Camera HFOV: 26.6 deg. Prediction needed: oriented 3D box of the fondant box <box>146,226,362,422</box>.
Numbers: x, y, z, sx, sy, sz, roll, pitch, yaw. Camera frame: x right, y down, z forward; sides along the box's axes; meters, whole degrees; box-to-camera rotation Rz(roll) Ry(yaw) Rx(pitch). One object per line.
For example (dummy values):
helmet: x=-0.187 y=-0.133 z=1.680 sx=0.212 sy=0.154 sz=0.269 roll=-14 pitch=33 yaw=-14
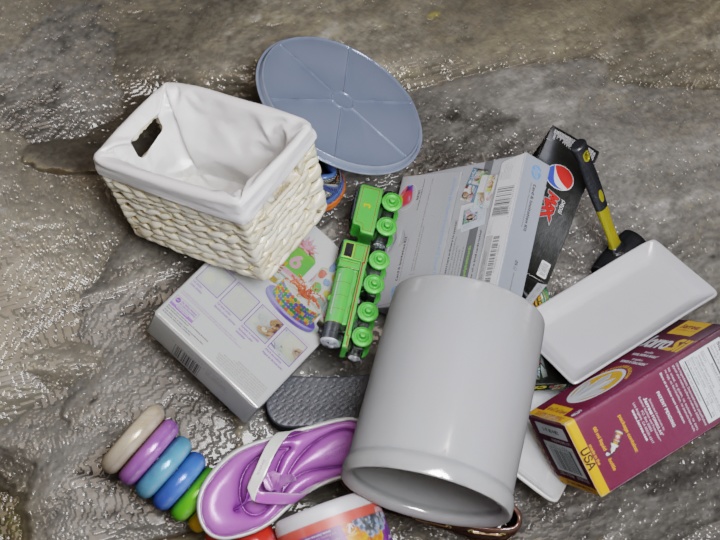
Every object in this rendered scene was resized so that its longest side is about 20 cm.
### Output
fondant box: x=-0.102 y=0.037 z=1.590 sx=0.144 sy=0.058 sz=0.200 roll=43 pitch=63 yaw=3

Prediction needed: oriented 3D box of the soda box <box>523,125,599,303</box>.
soda box: x=0.192 y=-0.056 z=1.645 sx=0.063 sy=0.071 sz=0.201 roll=28 pitch=56 yaw=-1

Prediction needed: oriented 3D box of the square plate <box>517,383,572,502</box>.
square plate: x=0.163 y=0.119 z=1.624 sx=0.199 sy=0.028 sz=0.199 roll=35 pitch=56 yaw=0

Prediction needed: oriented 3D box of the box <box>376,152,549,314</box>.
box: x=0.101 y=-0.033 z=1.589 sx=0.041 sy=0.199 sz=0.157 roll=25 pitch=70 yaw=-34

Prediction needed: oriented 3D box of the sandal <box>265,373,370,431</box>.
sandal: x=0.000 y=0.145 z=1.611 sx=0.198 sy=0.043 sz=0.077 roll=8 pitch=67 yaw=0

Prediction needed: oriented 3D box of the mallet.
mallet: x=0.268 y=-0.070 z=1.644 sx=0.066 sy=0.201 sz=0.041 roll=-40 pitch=42 yaw=-24

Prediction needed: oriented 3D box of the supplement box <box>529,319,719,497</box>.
supplement box: x=0.285 y=0.136 z=1.537 sx=0.199 sy=0.110 sz=0.086 roll=-30 pitch=98 yaw=-12

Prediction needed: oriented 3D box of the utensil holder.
utensil holder: x=0.084 y=0.127 z=1.483 sx=0.169 sy=0.170 sz=0.201 roll=16 pitch=67 yaw=-5

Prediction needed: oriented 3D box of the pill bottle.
pill bottle: x=-0.004 y=0.330 z=1.523 sx=0.111 sy=0.111 sz=0.201 roll=-17 pitch=80 yaw=-13

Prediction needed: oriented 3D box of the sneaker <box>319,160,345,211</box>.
sneaker: x=-0.101 y=-0.139 z=1.642 sx=0.199 sy=0.078 sz=0.076 roll=26 pitch=73 yaw=-2

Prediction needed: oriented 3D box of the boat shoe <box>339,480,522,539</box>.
boat shoe: x=0.074 y=0.228 z=1.584 sx=0.199 sy=0.070 sz=0.071 roll=18 pitch=77 yaw=-3

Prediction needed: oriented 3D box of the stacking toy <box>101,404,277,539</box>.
stacking toy: x=-0.164 y=0.230 z=1.542 sx=0.200 sy=0.085 sz=0.085 roll=42 pitch=74 yaw=-1

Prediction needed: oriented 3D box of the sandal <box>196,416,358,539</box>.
sandal: x=-0.074 y=0.198 z=1.522 sx=0.202 sy=0.050 sz=0.083 roll=-27 pitch=86 yaw=-23

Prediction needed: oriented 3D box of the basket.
basket: x=-0.146 y=-0.089 z=1.550 sx=0.199 sy=0.124 sz=0.136 roll=18 pitch=53 yaw=31

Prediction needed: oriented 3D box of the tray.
tray: x=0.269 y=0.046 z=1.612 sx=0.199 sy=0.022 sz=0.107 roll=-29 pitch=49 yaw=-19

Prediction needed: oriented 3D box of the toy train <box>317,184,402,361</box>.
toy train: x=0.000 y=0.000 z=1.587 sx=0.056 sy=0.042 sz=0.201 roll=14 pitch=63 yaw=-2

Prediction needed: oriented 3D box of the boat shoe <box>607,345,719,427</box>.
boat shoe: x=0.337 y=0.122 z=1.639 sx=0.199 sy=0.066 sz=0.072 roll=14 pitch=64 yaw=-17

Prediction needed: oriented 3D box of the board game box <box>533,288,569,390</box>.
board game box: x=0.155 y=0.035 z=1.637 sx=0.104 sy=0.023 sz=0.201 roll=0 pitch=62 yaw=-18

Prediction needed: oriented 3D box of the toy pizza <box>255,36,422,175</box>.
toy pizza: x=-0.025 y=-0.174 z=1.650 sx=0.199 sy=0.032 sz=0.201 roll=18 pitch=44 yaw=-19
